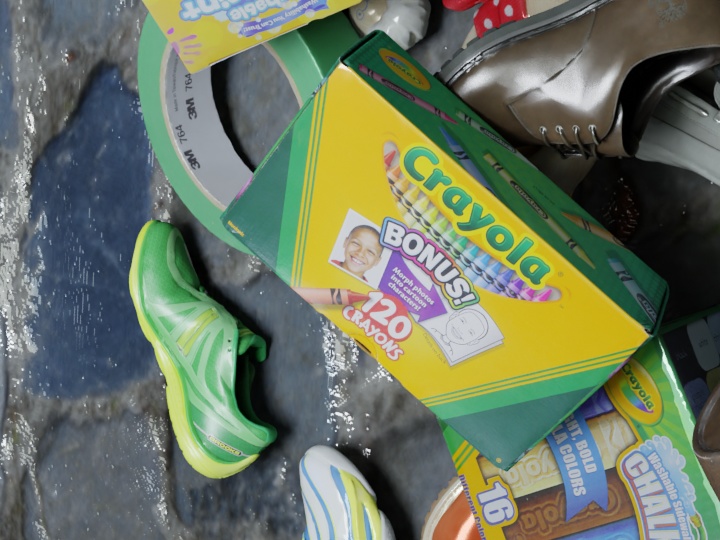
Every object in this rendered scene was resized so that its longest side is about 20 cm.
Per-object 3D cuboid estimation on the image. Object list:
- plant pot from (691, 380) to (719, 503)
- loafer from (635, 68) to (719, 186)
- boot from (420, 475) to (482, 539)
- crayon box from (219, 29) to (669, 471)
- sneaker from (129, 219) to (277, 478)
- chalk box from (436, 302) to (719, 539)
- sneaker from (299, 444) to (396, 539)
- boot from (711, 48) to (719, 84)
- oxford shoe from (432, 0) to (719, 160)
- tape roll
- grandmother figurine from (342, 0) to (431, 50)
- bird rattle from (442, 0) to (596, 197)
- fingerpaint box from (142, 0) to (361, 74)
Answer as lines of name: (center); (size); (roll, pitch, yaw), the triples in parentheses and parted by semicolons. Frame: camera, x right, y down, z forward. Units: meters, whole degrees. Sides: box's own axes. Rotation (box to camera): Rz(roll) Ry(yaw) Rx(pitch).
plant pot: (0.257, 0.115, 0.598); (0.200, 0.187, 0.187); (41, 122, -4)
loafer: (0.209, -0.082, 0.717); (0.199, 0.070, 0.070); (25, 119, 32)
boot: (0.072, 0.215, 0.823); (0.201, 0.075, 0.107); (-66, 19, 7)
crayon box: (0.042, -0.009, 0.664); (0.200, 0.058, 0.119); (41, 123, 0)
sneaker: (-0.114, 0.053, 0.987); (0.083, 0.074, 0.201); (-23, 79, 11)
chalk box: (0.168, 0.097, 0.741); (0.199, 0.124, 0.125); (-25, 82, 37)
sneaker: (-0.023, 0.227, 0.904); (0.201, 0.104, 0.076); (68, 155, 7)
boot: (0.241, -0.080, 0.633); (0.157, 0.080, 0.212); (20, 66, 19)
oxford shoe: (0.098, -0.086, 0.665); (0.199, 0.072, 0.085); (-31, 70, 25)
tape roll: (-0.072, -0.109, 0.900); (0.199, 0.048, 0.202); (23, 126, 36)
grandmother figurine: (-0.033, -0.200, 0.887); (0.199, 0.060, 0.122); (34, 124, 31)
bird rattle: (0.095, -0.113, 0.767); (0.163, 0.112, 0.201); (39, 107, 48)
fingerpaint box: (-0.027, -0.225, 0.774); (0.199, 0.074, 0.168); (-19, 41, 16)
